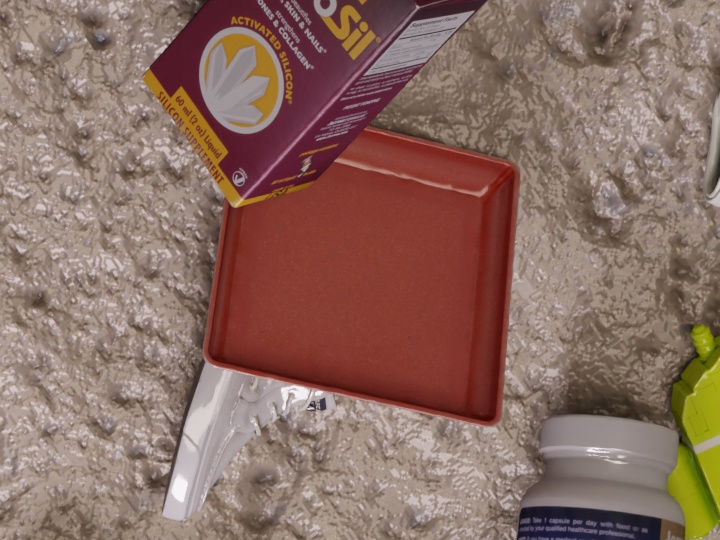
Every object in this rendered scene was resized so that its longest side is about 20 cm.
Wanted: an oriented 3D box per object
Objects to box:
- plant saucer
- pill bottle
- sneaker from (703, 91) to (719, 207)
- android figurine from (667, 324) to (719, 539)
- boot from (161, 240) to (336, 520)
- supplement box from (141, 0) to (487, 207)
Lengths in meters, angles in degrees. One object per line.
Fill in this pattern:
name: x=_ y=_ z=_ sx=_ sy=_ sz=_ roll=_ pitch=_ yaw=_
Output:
plant saucer: x=0.000 y=0.000 z=1.707 sx=0.198 sy=0.037 sz=0.201 roll=13 pitch=61 yaw=-12
pill bottle: x=0.158 y=0.204 z=1.762 sx=0.115 sy=0.116 sz=0.201 roll=9 pitch=79 yaw=-11
sneaker: x=0.304 y=-0.119 z=1.756 sx=0.115 sy=0.074 sz=0.201 roll=21 pitch=100 yaw=-16
android figurine: x=0.290 y=0.117 z=1.824 sx=0.181 sy=0.041 sz=0.201 roll=-26 pitch=107 yaw=-2
boot: x=-0.062 y=0.083 z=1.743 sx=0.095 sy=0.074 sz=0.201 roll=19 pitch=98 yaw=-6
supplement box: x=-0.029 y=-0.146 z=1.628 sx=0.200 sy=0.085 sz=0.111 roll=-45 pitch=74 yaw=34
